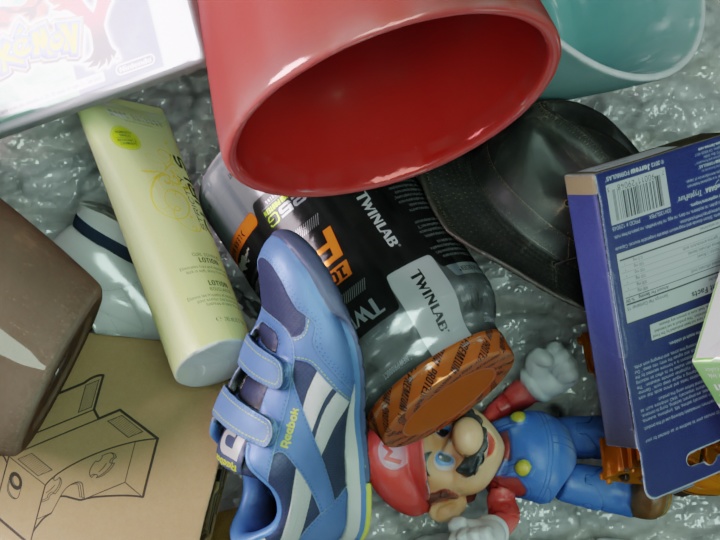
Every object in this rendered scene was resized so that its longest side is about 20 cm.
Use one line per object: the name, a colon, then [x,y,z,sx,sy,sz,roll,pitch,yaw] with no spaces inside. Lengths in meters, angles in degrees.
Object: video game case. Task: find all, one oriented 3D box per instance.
video game case: [-0.196,-0.181,1.543,0.199,0.023,0.183,-17,83,22]

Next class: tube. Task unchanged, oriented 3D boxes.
tube: [-0.118,-0.026,1.546,0.052,0.058,0.200,-20,61,-5]

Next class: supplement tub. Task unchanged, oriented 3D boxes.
supplement tub: [0.000,0.000,1.564,0.122,0.123,0.200,-32,71,-9]

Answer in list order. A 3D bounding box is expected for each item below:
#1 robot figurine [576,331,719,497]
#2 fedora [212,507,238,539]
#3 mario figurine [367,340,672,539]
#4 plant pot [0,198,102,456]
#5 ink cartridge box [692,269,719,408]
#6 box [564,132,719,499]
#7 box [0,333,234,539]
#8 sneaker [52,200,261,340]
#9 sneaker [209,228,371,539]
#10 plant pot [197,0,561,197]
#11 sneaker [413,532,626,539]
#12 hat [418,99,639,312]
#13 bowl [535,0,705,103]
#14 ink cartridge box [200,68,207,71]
robot figurine: [0.235,0.089,1.640,0.199,0.058,0.145,5,67,-31]
fedora: [-0.066,0.203,1.587,0.200,0.201,0.082,9,49,-11]
mario figurine: [0.101,0.115,1.618,0.199,0.124,0.106,1,118,-17]
plant pot: [-0.250,0.020,1.493,0.174,0.200,0.201,27,85,0]
ink cartridge box: [0.280,0.074,1.566,0.200,0.067,0.117,55,43,-37]
box: [0.188,0.027,1.551,0.121,0.032,0.201,-17,101,-38]
box: [-0.175,0.114,1.538,0.199,0.021,0.164,5,65,17]
sneaker: [-0.110,0.039,1.605,0.200,0.076,0.081,33,91,-2]
sneaker: [-0.044,0.076,1.475,0.082,0.074,0.201,-12,111,-18]
plant pot: [-0.009,-0.166,1.466,0.200,0.201,0.178,-16,68,-11]
sneaker: [0.124,0.210,1.636,0.199,0.092,0.076,2,91,-11]
hat: [0.130,-0.054,1.588,0.200,0.201,0.081,33,118,-10]
bowl: [0.109,-0.183,1.602,0.200,0.105,0.201,22,51,-31]
ink cartridge box: [-0.078,-0.198,1.598,0.199,0.084,0.147,0,90,-11]
